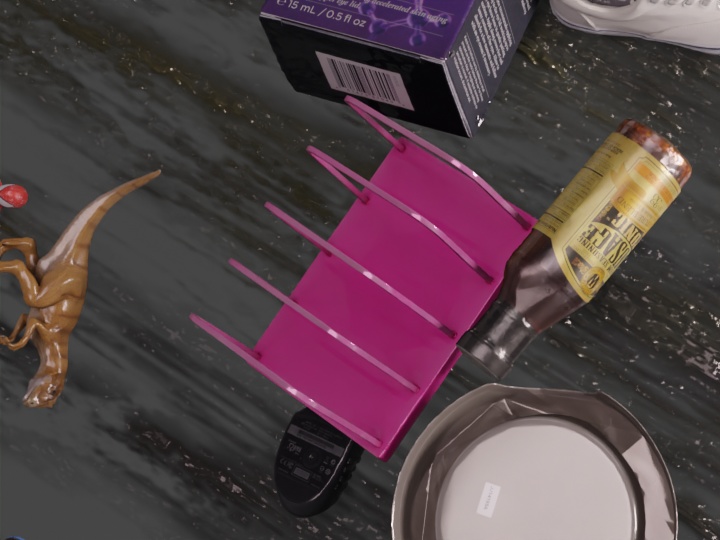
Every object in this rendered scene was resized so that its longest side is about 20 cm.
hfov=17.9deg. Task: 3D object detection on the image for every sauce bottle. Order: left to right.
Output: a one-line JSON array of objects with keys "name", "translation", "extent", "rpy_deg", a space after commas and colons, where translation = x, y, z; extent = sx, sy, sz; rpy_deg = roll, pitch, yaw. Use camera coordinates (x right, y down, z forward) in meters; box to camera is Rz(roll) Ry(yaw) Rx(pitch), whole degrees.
[{"name": "sauce bottle", "translation": [0.145, -0.011, 1.571], "extent": [0.066, 0.066, 0.200], "rpy_deg": [37, 87, 22]}]

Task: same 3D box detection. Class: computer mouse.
[{"name": "computer mouse", "translation": [-0.002, 0.086, 1.645], "extent": [0.059, 0.034, 0.200], "rpy_deg": [26, 85, 33]}]

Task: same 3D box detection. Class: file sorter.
[{"name": "file sorter", "translation": [0.000, 0.000, 1.583], "extent": [0.139, 0.125, 0.200], "rpy_deg": [34, 88, 33]}]

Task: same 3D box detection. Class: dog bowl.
[{"name": "dog bowl", "translation": [0.124, 0.173, 1.564], "extent": [0.200, 0.059, 0.200], "rpy_deg": [-4, 79, 20]}]

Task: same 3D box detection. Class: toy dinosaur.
[{"name": "toy dinosaur", "translation": [-0.230, 0.003, 1.736], "extent": [0.106, 0.060, 0.200], "rpy_deg": [18, 93, -2]}]

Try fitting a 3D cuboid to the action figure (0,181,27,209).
[{"name": "action figure", "translation": [-0.358, -0.061, 1.766], "extent": [0.200, 0.099, 0.065], "rpy_deg": [0, 82, 18]}]

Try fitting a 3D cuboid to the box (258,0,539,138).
[{"name": "box", "translation": [0.044, -0.214, 1.606], "extent": [0.148, 0.104, 0.200], "rpy_deg": [16, 68, 22]}]

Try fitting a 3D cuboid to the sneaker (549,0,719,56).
[{"name": "sneaker", "translation": [0.221, -0.189, 1.583], "extent": [0.200, 0.071, 0.073], "rpy_deg": [2, 81, 21]}]

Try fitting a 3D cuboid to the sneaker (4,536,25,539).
[{"name": "sneaker", "translation": [-0.292, 0.289, 1.685], "extent": [0.071, 0.083, 0.200], "rpy_deg": [33, 93, 22]}]
